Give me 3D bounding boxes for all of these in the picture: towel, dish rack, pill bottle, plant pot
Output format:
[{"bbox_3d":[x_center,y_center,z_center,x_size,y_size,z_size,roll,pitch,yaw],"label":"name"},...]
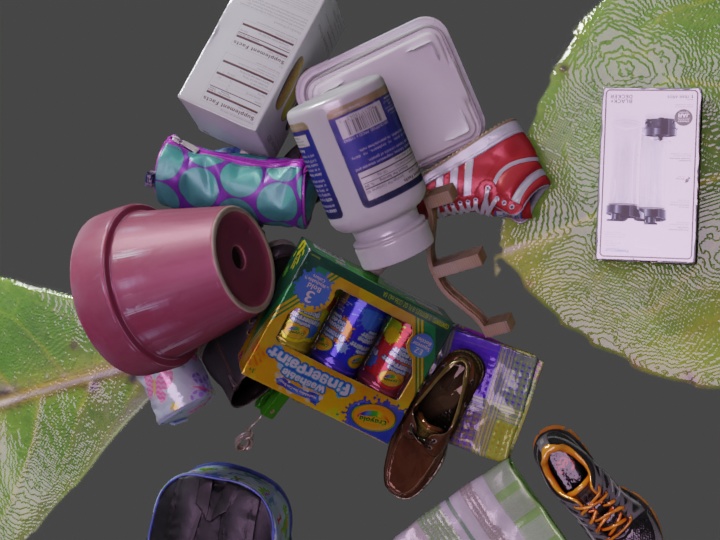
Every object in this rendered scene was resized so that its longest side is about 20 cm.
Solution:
[{"bbox_3d":[0.108,0.138,1.671,0.199,0.023,0.144,20,94,14],"label":"towel"},{"bbox_3d":[0.140,0.338,1.647,0.200,0.031,0.150,-39,81,17],"label":"towel"},{"bbox_3d":[0.039,-0.191,1.637,0.199,0.044,0.172,-25,104,-1],"label":"dish rack"},{"bbox_3d":[0.006,-0.109,1.563,0.119,0.120,0.201,-19,101,14],"label":"pill bottle"},{"bbox_3d":[-0.207,0.009,1.601,0.178,0.200,0.201,-15,86,27],"label":"plant pot"}]

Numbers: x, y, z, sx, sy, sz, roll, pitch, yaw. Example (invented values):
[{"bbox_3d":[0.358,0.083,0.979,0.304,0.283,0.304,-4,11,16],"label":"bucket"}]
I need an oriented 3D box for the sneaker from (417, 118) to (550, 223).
[{"bbox_3d":[0.131,-0.081,1.642,0.199,0.071,0.113,-35,78,10],"label":"sneaker"}]

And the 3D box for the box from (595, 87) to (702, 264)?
[{"bbox_3d":[0.335,-0.108,1.593,0.116,0.060,0.202,1,89,15],"label":"box"}]

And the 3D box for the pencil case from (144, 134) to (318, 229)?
[{"bbox_3d":[-0.149,-0.106,1.639,0.199,0.085,0.093,10,126,11],"label":"pencil case"}]

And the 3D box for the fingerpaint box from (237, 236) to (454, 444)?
[{"bbox_3d":[-0.018,0.083,1.615,0.199,0.073,0.167,28,98,-14],"label":"fingerpaint box"}]

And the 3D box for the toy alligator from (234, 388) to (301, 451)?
[{"bbox_3d":[-0.098,0.140,1.715,0.200,0.059,0.054,-49,34,16],"label":"toy alligator"}]

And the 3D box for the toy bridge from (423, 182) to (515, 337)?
[{"bbox_3d":[0.115,-0.010,1.630,0.067,0.027,0.201,-17,110,27],"label":"toy bridge"}]

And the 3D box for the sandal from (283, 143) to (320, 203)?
[{"bbox_3d":[-0.033,-0.150,1.699,0.200,0.045,0.075,-37,81,12],"label":"sandal"}]

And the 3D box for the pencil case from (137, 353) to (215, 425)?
[{"bbox_3d":[-0.262,0.095,1.739,0.091,0.083,0.201,-36,80,36],"label":"pencil case"}]

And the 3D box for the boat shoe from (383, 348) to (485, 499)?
[{"bbox_3d":[0.078,0.182,1.632,0.072,0.068,0.201,26,97,12],"label":"boat shoe"}]

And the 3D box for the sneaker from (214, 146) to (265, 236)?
[{"bbox_3d":[-0.171,-0.058,1.729,0.089,0.078,0.201,4,84,26],"label":"sneaker"}]

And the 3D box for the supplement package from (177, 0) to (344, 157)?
[{"bbox_3d":[-0.117,-0.253,1.664,0.109,0.114,0.201,24,80,14],"label":"supplement package"}]

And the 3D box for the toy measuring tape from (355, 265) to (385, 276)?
[{"bbox_3d":[0.000,0.000,1.675,0.200,0.074,0.074,-46,79,13],"label":"toy measuring tape"}]

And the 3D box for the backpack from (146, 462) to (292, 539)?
[{"bbox_3d":[-0.170,0.339,1.679,0.182,0.147,0.201,11,96,16],"label":"backpack"}]

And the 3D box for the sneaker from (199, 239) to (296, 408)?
[{"bbox_3d":[-0.117,0.067,1.678,0.201,0.074,0.106,-60,40,20],"label":"sneaker"}]

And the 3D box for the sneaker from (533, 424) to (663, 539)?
[{"bbox_3d":[0.271,0.268,1.599,0.200,0.077,0.078,45,98,10],"label":"sneaker"}]
